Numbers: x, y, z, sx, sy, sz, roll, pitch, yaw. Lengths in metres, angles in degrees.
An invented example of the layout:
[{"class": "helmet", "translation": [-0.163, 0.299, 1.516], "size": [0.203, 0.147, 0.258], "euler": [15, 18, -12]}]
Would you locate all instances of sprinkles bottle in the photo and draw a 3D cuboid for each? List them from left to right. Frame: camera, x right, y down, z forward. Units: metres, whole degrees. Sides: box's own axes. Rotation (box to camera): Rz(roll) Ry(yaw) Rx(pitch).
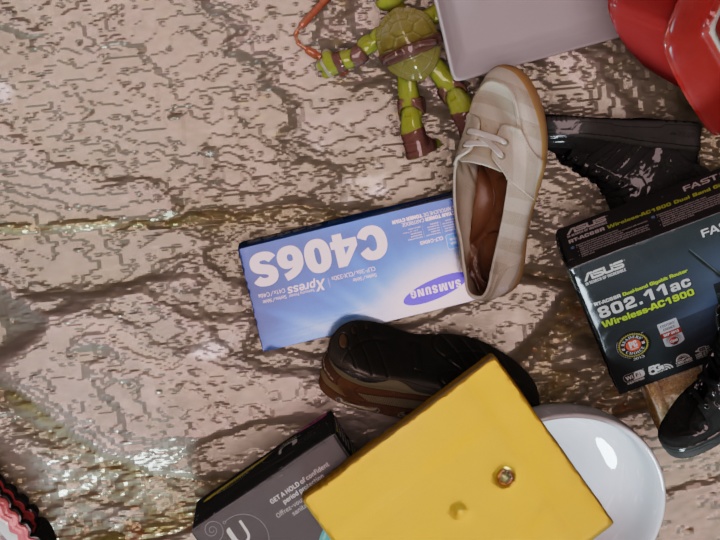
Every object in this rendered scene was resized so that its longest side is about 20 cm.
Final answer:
[{"class": "sprinkles bottle", "translation": [0.346, 0.085, 1.773], "size": [0.199, 0.068, 0.069], "euler": [-21, 97, 1]}]

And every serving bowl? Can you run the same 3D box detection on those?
[{"class": "serving bowl", "translation": [0.162, 0.196, 1.771], "size": [0.199, 0.066, 0.201], "euler": [-5, 117, -9]}]

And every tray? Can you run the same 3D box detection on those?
[{"class": "tray", "translation": [0.151, -0.235, 1.729], "size": [0.199, 0.022, 0.108], "euler": [-16, 97, -19]}]

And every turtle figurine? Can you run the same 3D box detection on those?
[{"class": "turtle figurine", "translation": [0.056, -0.187, 1.737], "size": [0.199, 0.064, 0.162], "euler": [-23, 97, 2]}]

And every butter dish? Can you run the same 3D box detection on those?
[{"class": "butter dish", "translation": [0.267, -0.245, 1.692], "size": [0.147, 0.200, 0.200], "euler": [21, 80, 28]}]

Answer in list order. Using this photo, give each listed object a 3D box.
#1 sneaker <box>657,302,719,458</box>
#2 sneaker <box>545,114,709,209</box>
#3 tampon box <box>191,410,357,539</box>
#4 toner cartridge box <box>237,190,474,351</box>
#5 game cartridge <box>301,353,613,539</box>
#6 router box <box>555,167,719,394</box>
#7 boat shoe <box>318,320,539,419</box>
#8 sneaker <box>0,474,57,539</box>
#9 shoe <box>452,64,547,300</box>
[{"class": "sneaker", "translation": [0.313, 0.063, 1.684], "size": [0.199, 0.060, 0.104], "euler": [-38, 131, 3]}, {"class": "sneaker", "translation": [0.228, -0.078, 1.745], "size": [0.199, 0.060, 0.105], "euler": [1, 96, -13]}, {"class": "tampon box", "translation": [-0.030, 0.251, 1.756], "size": [0.149, 0.126, 0.201], "euler": [-33, 96, 1]}, {"class": "toner cartridge box", "translation": [0.000, 0.000, 1.769], "size": [0.199, 0.043, 0.096], "euler": [-14, 99, 0]}, {"class": "game cartridge", "translation": [0.080, 0.197, 1.683], "size": [0.200, 0.032, 0.177], "euler": [-36, 96, 1]}, {"class": "router box", "translation": [0.282, 0.003, 1.719], "size": [0.199, 0.062, 0.150], "euler": [-21, 124, 8]}, {"class": "boat shoe", "translation": [0.057, 0.099, 1.773], "size": [0.199, 0.076, 0.074], "euler": [17, 137, -16]}, {"class": "sneaker", "translation": [-0.354, 0.199, 1.771], "size": [0.087, 0.074, 0.200], "euler": [-38, 96, 5]}, {"class": "shoe", "translation": [0.113, -0.070, 1.696], "size": [0.070, 0.053, 0.201], "euler": [11, 107, 30]}]
